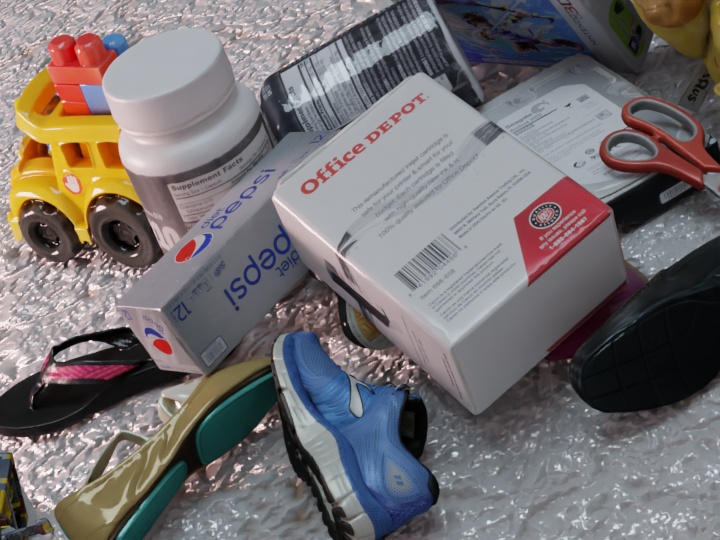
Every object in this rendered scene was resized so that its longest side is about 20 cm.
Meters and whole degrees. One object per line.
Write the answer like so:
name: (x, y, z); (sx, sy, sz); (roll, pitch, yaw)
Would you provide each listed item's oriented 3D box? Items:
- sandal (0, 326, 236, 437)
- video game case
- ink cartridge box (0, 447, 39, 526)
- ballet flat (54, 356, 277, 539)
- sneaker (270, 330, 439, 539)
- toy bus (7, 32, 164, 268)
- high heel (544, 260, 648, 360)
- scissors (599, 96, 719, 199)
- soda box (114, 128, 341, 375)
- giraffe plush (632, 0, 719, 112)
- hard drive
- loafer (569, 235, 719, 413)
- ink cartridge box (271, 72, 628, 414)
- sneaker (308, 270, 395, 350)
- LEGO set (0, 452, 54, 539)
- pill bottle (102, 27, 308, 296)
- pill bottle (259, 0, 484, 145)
sandal: (-0.190, 0.067, 1.497); (0.198, 0.045, 0.075); (-22, 34, 1)
video game case: (0.111, -0.227, 1.613); (0.199, 0.181, 0.046); (9, 69, 37)
ink cartridge box: (-0.325, 0.138, 1.335); (0.160, 0.201, 0.050); (-36, 37, -20)
ballet flat: (-0.131, 0.116, 1.369); (0.063, 0.069, 0.200); (33, 57, 20)
sneaker: (-0.003, 0.107, 1.327); (0.088, 0.079, 0.200); (-17, 39, -12)
toy bus: (-0.217, -0.114, 1.633); (0.198, 0.193, 0.136); (2, 42, 33)
high heel: (0.106, -0.004, 1.405); (0.096, 0.068, 0.199); (-28, 36, -29)
scissors: (0.256, -0.068, 1.419); (0.199, 0.014, 0.073); (31, 60, 34)
soda box: (-0.079, -0.015, 1.427); (0.200, 0.064, 0.068); (-47, 27, -27)
giraffe plush: (0.292, -0.155, 1.428); (0.171, 0.202, 0.163); (0, 38, -12)
hard drive: (0.167, -0.093, 1.526); (0.139, 0.038, 0.200); (-29, 34, -11)
loafer: (0.211, 0.031, 1.311); (0.199, 0.073, 0.072); (-26, 24, -23)
ink cartridge box: (0.058, -0.023, 1.340); (0.144, 0.084, 0.200); (-39, 52, -14)
sneaker: (0.000, 0.000, 1.477); (0.087, 0.076, 0.201); (-26, 28, 23)
LEGO set: (-0.260, 0.208, 1.233); (0.152, 0.202, 0.116); (2, 37, -2)
pill bottle: (-0.116, -0.074, 1.511); (0.113, 0.201, 0.114); (-15, 34, 10)
pill bottle: (-0.009, -0.134, 1.606); (0.199, 0.107, 0.107); (-29, 33, 8)
